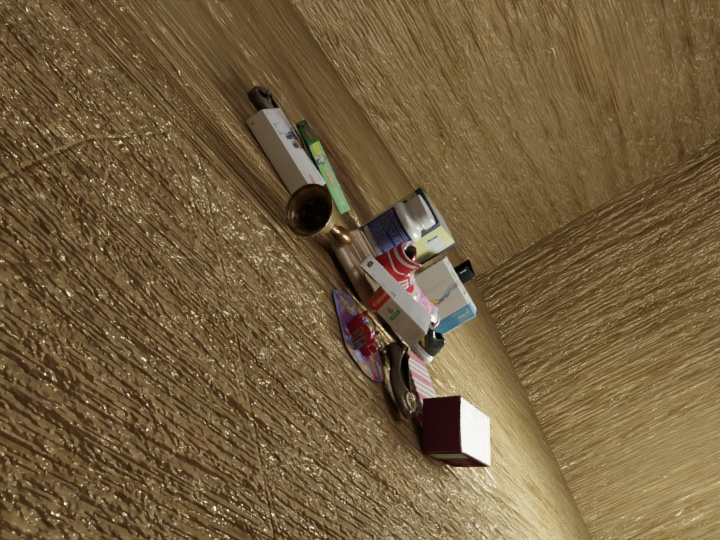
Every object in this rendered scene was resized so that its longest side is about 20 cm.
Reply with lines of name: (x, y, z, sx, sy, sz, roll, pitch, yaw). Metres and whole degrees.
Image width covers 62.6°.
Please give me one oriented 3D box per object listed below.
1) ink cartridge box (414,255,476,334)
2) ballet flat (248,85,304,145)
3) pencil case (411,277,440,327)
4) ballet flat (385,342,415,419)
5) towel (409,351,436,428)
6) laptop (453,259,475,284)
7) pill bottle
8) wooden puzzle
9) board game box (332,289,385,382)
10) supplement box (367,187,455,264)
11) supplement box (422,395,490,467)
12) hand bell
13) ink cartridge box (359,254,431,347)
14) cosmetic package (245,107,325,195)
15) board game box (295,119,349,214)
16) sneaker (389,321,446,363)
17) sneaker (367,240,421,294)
ink cartridge box: (0.257, 0.081, 1.887, 0.202, 0.145, 0.147, 59, 14, 0)
ballet flat: (-0.187, -0.353, 1.400, 0.201, 0.046, 0.068, 51, 17, -33)
pencil case: (0.145, 0.083, 1.619, 0.201, 0.087, 0.088, 51, 16, -35)
ballet flat: (0.086, 0.213, 1.191, 0.201, 0.046, 0.068, -96, 164, -59)
towel: (0.138, 0.278, 1.332, 0.146, 0.030, 0.203, 40, 28, -54)
laptop: (0.320, 0.018, 2.172, 0.104, 0.175, 0.201, 53, 16, -25)
pill bottle: (0.097, -0.114, 1.602, 0.120, 0.198, 0.120, 53, 16, -22)
wooden puzzle: (0.000, 0.000, 1.369, 0.187, 0.046, 0.200, 60, 19, 0)
board game box: (0.013, 0.120, 1.168, 0.158, 0.039, 0.202, 46, 20, -44)
supplement box: (0.159, -0.115, 1.823, 0.199, 0.198, 0.136, 34, 28, -61)
supplement box: (0.204, 0.342, 1.245, 0.200, 0.084, 0.112, 41, 46, -52)
hand bell: (-0.060, -0.091, 1.207, 0.200, 0.103, 0.105, 32, 30, -62)
ink cartridge box: (0.064, 0.063, 1.276, 0.200, 0.050, 0.109, 45, 19, 0)
cosmetic package: (-0.159, -0.256, 1.301, 0.202, 0.051, 0.151, 58, 16, -11)
board game box: (-0.091, -0.250, 1.436, 0.202, 0.029, 0.135, 65, -4, -39)
sneaker: (0.129, 0.134, 1.427, 0.200, 0.084, 0.075, 46, 8, -27)
sneaker: (0.109, -0.001, 1.405, 0.199, 0.111, 0.072, 31, 34, -56)
